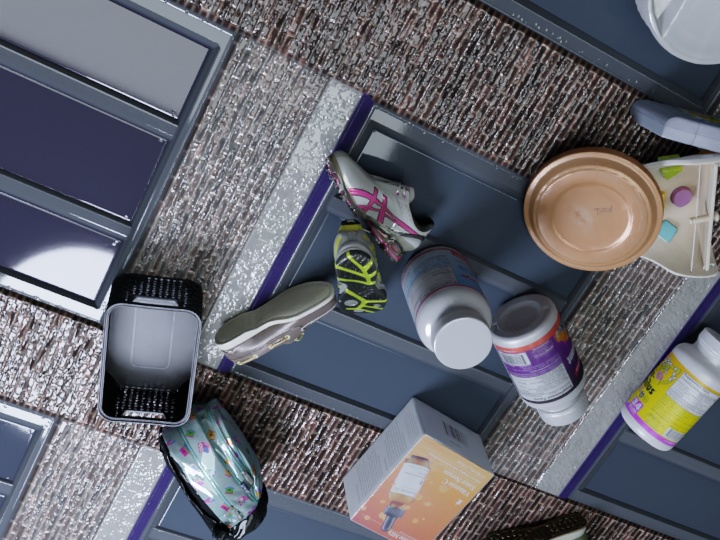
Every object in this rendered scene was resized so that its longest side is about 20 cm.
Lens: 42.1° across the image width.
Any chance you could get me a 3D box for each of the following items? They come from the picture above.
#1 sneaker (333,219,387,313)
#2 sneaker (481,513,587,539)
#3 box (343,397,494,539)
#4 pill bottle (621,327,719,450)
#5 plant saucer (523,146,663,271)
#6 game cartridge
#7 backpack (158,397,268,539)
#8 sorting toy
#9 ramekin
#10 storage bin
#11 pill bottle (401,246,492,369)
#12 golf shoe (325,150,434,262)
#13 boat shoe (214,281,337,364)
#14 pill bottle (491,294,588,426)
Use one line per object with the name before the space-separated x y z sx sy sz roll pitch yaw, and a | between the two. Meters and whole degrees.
sneaker | 0.000 0.000 1.354 0.075 0.077 0.200 -2 151 -1
sneaker | 0.316 0.508 1.681 0.199 0.067 0.090 -14 113 -5
box | 0.093 0.339 1.542 0.152 0.106 0.200 31 108 -21
pill bottle | 0.528 0.191 1.531 0.104 0.104 0.200 29 109 -21
plant saucer | 0.336 -0.083 1.360 0.199 0.032 0.201 9 126 13
game cartridge | 0.494 -0.193 1.314 0.199 0.134 0.041 10 114 -14
backpack | -0.229 0.302 1.462 0.126 0.167 0.201 -34 115 -12
sorting toy | 0.433 -0.093 1.383 0.179 0.107 0.201 -5 123 6
ramekin | 0.456 -0.382 1.235 0.201 0.094 0.203 -4 118 -7
storage bin | -0.309 0.118 1.379 0.134 0.094 0.201 6 115 -11
pill bottle | 0.127 0.053 1.348 0.108 0.200 0.109 -3 118 -7
golf shoe | 0.026 -0.105 1.329 0.092 0.073 0.200 -37 125 6
boat shoe | -0.119 0.081 1.402 0.199 0.072 0.060 -26 124 9
pill bottle | 0.286 0.146 1.469 0.111 0.112 0.201 -27 118 6
